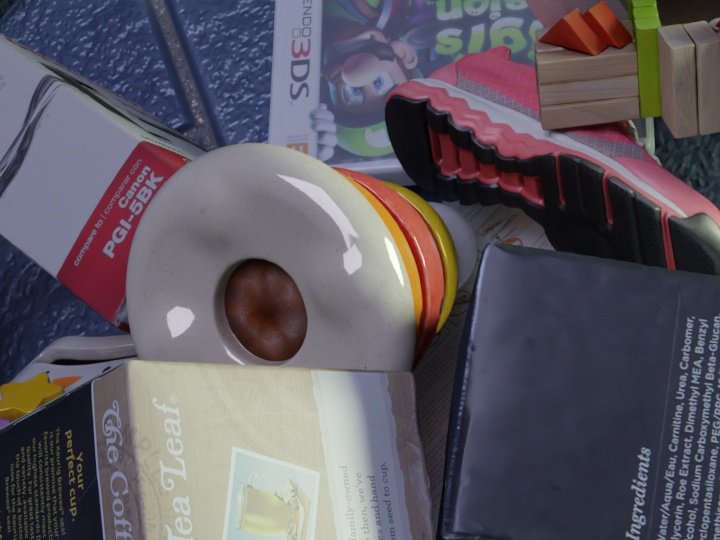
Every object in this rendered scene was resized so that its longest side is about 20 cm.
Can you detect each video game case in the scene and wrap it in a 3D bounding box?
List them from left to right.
[{"bbox_3d":[0.052,-0.130,1.159,0.199,0.023,0.182,-4,63,11],"label":"video game case"}]

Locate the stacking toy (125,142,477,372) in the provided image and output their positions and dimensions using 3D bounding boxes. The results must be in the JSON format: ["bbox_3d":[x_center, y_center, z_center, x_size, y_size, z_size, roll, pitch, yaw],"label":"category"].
[{"bbox_3d":[0.000,0.000,1.022,0.146,0.200,0.147,8,106,29],"label":"stacking toy"}]

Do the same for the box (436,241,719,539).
[{"bbox_3d":[0.135,0.071,0.892,0.199,0.197,0.118,8,82,2],"label":"box"}]

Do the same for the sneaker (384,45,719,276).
[{"bbox_3d":[0.106,-0.059,1.048,0.200,0.074,0.087,31,56,33],"label":"sneaker"}]

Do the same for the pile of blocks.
[{"bbox_3d":[0.167,-0.101,0.992,0.200,0.062,0.082,8,35,23],"label":"pile of blocks"}]

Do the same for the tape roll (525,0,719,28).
[{"bbox_3d":[0.180,-0.192,1.049,0.202,0.203,0.140,-3,64,22],"label":"tape roll"}]

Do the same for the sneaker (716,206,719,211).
[{"bbox_3d":[0.243,-0.055,1.025,0.200,0.081,0.075,-39,54,1],"label":"sneaker"}]

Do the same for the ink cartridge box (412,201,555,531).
[{"bbox_3d":[0.070,0.051,1.079,0.161,0.050,0.200,-46,38,-3],"label":"ink cartridge box"}]

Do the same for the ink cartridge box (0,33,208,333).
[{"bbox_3d":[-0.118,-0.034,1.113,0.200,0.147,0.083,34,95,37],"label":"ink cartridge box"}]

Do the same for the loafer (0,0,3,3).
[{"bbox_3d":[-0.250,-0.181,1.306,0.200,0.071,0.073,-47,57,-5],"label":"loafer"}]

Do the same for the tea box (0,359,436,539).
[{"bbox_3d":[-0.072,0.156,0.846,0.197,0.133,0.201,-27,65,51],"label":"tea box"}]

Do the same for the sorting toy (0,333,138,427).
[{"bbox_3d":[-0.153,0.093,1.106,0.200,0.107,0.180,-5,33,26],"label":"sorting toy"}]
